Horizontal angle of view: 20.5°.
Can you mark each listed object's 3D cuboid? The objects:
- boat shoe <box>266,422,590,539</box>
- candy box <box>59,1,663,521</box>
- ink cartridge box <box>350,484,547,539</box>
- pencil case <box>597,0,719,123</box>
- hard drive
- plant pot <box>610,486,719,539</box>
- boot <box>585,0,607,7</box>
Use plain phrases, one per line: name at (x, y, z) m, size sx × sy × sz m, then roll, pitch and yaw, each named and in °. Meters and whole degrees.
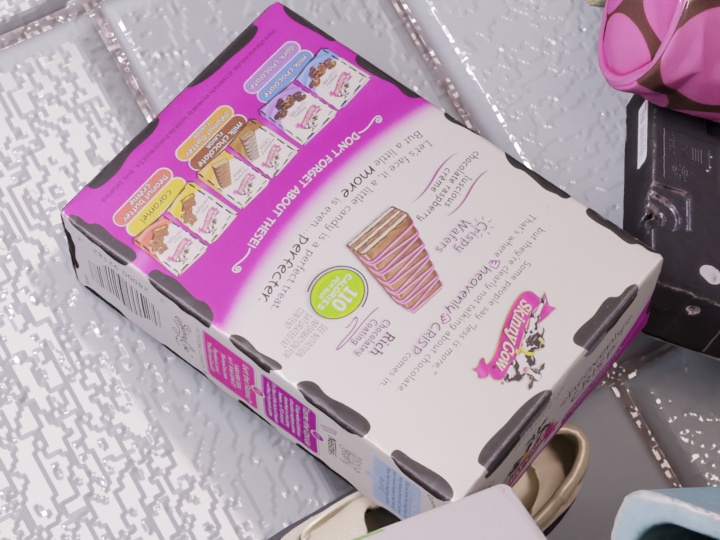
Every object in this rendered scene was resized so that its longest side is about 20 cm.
boat shoe at (0.008, 0.122, 0.801) m, size 0.200 × 0.063 × 0.071 m, roll -32°, pitch 88°, yaw -20°
candy box at (0.000, 0.000, 0.799) m, size 0.200 × 0.061 × 0.136 m, roll 36°, pitch 67°, yaw 19°
ink cartridge box at (0.015, 0.185, 0.748) m, size 0.117 × 0.200 × 0.067 m, roll -17°, pitch 45°, yaw -20°
pencil case at (0.209, -0.101, 0.874) m, size 0.200 × 0.091 × 0.094 m, roll 16°, pitch 61°, yaw -17°
hard drive at (0.211, -0.005, 0.882) m, size 0.200 × 0.038 × 0.140 m, roll 17°, pitch 47°, yaw -11°
plant pot at (0.212, 0.184, 0.728) m, size 0.200 × 0.196 × 0.196 m, roll -5°, pitch 107°, yaw -52°
boot at (0.178, -0.208, 0.933) m, size 0.155 × 0.072 × 0.200 m, roll 7°, pitch 81°, yaw -14°
